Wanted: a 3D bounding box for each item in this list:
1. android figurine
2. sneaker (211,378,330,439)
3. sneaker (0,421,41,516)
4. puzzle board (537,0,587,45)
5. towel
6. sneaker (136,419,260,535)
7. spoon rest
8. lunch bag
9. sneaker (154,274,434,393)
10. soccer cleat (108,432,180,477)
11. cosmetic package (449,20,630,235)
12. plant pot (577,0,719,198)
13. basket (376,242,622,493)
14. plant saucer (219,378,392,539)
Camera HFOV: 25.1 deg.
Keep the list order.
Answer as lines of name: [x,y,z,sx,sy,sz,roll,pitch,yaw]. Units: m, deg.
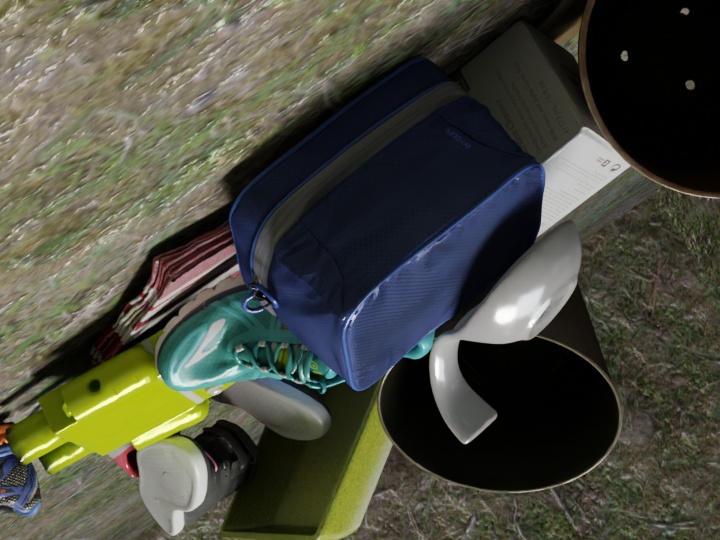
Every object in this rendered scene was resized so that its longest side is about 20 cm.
android figurine: [-0.161,0.092,1.209,0.200,0.041,0.182,-27,164,-1]
sneaker: [-0.069,0.079,1.405,0.099,0.071,0.200,-41,-148,-22]
sneaker: [-0.324,0.193,1.194,0.200,0.079,0.075,-34,172,-13]
puzzle board: [0.211,-0.230,1.185,0.200,0.017,0.151,-32,171,-30]
towel: [-0.114,0.001,1.158,0.144,0.023,0.200,-34,175,-31]
sneaker: [-0.132,0.158,1.374,0.099,0.071,0.200,-38,169,-22]
spoon rest: [0.091,0.037,1.095,0.099,0.061,0.200,-37,159,-39]
lunch bag: [0.007,-0.031,1.045,0.200,0.132,0.136,-38,157,-17]
sneaker: [-0.045,0.045,1.110,0.199,0.080,0.078,-14,129,0]
soccer cleat: [-0.164,0.106,1.385,0.200,0.077,0.067,-41,171,39]
cosmetic package: [0.082,-0.070,1.170,0.200,0.113,0.081,-39,146,21]
plant pot: [0.228,-0.152,1.115,0.187,0.187,0.200,-36,-173,4]
basket: [0.117,0.064,1.269,0.180,0.136,0.200,4,-156,9]
plant saucer: [-0.027,0.151,1.399,0.200,0.048,0.200,-15,-132,61]
